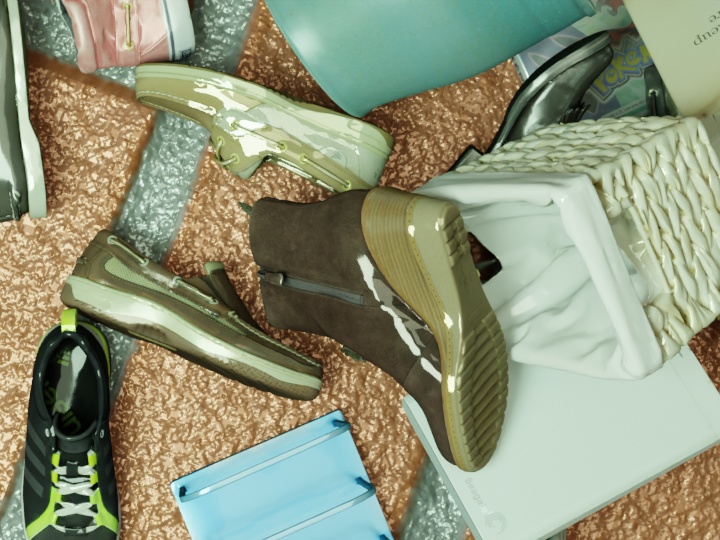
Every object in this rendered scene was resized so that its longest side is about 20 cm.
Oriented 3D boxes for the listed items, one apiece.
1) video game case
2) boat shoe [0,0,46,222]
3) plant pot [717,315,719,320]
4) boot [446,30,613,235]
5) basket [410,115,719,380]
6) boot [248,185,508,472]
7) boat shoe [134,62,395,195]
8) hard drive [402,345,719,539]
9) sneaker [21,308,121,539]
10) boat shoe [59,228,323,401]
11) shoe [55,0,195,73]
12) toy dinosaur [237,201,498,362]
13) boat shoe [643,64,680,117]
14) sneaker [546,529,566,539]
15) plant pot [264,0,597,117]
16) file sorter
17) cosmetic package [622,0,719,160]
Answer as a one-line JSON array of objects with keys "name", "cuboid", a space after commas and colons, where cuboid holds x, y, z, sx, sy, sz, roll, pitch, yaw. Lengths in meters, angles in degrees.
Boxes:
[{"name": "video game case", "cuboid": [0.204, -0.211, 1.138, 0.199, 0.023, 0.183, -25, 89, -8]}, {"name": "boat shoe", "cuboid": [-0.268, -0.135, 1.052, 0.060, 0.072, 0.203, -8, 89, -11]}, {"name": "plant pot", "cuboid": [0.365, -0.014, 1.042, 0.198, 0.195, 0.196, 11, 85, -14]}, {"name": "boot", "cuboid": [0.166, -0.058, 1.091, 0.174, 0.069, 0.200, 41, 108, -3]}, {"name": "basket", "cuboid": [0.146, -0.022, 0.959, 0.123, 0.200, 0.136, -32, 106, -22]}, {"name": "boot", "cuboid": [0.011, 0.039, 1.005, 0.072, 0.165, 0.201, -30, 113, -49]}, {"name": "boat shoe", "cuboid": [-0.076, -0.099, 1.071, 0.199, 0.074, 0.067, 17, 87, -1]}, {"name": "hard drive", "cuboid": [0.147, 0.103, 1.030, 0.199, 0.026, 0.132, -26, 70, -11]}, {"name": "sneaker", "cuboid": [-0.210, 0.129, 1.034, 0.071, 0.083, 0.202, -4, 86, -7]}, {"name": "boat shoe", "cuboid": [-0.113, 0.028, 1.059, 0.201, 0.075, 0.075, 23, 79, -4]}, {"name": "shoe", "cuboid": [-0.188, -0.247, 1.069, 0.090, 0.071, 0.202, -13, 92, -13]}, {"name": "toy dinosaur", "cuboid": [0.000, 0.000, 1.084, 0.199, 0.077, 0.103, 32, 68, 5]}, {"name": "boat shoe", "cuboid": [0.247, -0.063, 1.114, 0.066, 0.072, 0.203, 3, 103, 30]}, {"name": "sneaker", "cuboid": [0.114, 0.127, 1.071, 0.074, 0.087, 0.201, -19, 87, -6]}, {"name": "plant pot", "cuboid": [0.035, -0.214, 1.032, 0.187, 0.200, 0.201, -33, 90, 13]}, {"name": "file sorter", "cuboid": [-0.035, 0.220, 1.029, 0.138, 0.123, 0.201, -22, 89, -7]}, {"name": "cosmetic package", "cuboid": [0.258, -0.152, 1.007, 0.103, 0.201, 0.073, -32, 131, 17]}]
